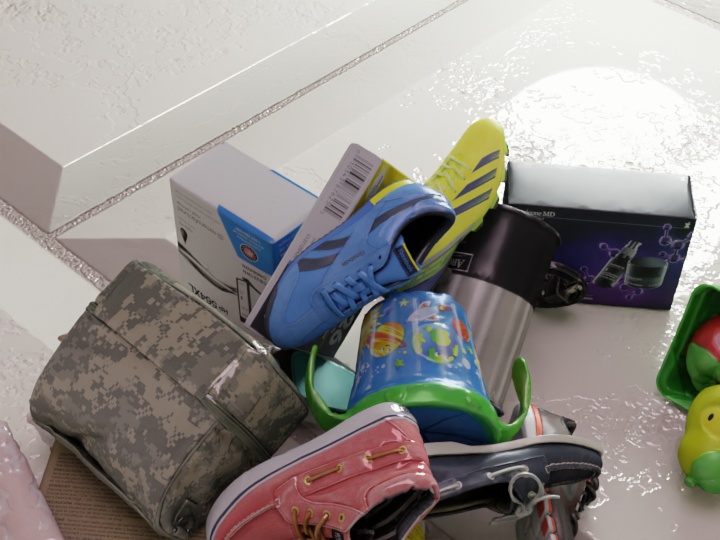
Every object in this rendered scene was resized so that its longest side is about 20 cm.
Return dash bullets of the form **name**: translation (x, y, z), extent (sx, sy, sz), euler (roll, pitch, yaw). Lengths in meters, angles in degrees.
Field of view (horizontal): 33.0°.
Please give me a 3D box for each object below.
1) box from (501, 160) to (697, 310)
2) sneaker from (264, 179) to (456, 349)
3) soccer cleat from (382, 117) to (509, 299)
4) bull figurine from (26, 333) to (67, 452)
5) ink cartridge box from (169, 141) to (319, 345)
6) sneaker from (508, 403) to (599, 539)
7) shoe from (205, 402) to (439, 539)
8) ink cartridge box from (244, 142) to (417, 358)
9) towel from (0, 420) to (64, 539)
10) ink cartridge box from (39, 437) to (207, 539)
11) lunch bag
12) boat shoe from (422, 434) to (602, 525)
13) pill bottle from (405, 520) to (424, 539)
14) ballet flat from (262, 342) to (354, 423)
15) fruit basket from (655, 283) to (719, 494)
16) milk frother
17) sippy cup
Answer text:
- **box**: translation (0.252, -0.037, 1.335), extent (0.199, 0.142, 0.079), euler (4, 41, 3)
- **sneaker**: translation (0.000, 0.000, 1.069), extent (0.200, 0.066, 0.078), euler (-42, 34, -6)
- **soccer cleat**: translation (0.072, -0.060, 1.149), extent (0.083, 0.201, 0.065), euler (29, 0, -34)
- **bull figurine**: translation (-0.234, 0.106, 1.194), extent (0.199, 0.065, 0.122), euler (-10, 72, -25)
- **ink cartridge box**: translation (-0.109, -0.007, 1.238), extent (0.146, 0.201, 0.084), euler (30, 51, 28)
- **sneaker**: translation (0.187, 0.203, 1.120), extent (0.081, 0.077, 0.201), euler (8, 44, -10)
- **shoe**: translation (-0.032, 0.190, 0.960), extent (0.199, 0.072, 0.091), euler (-32, 40, 7)
- **ink cartridge box**: translation (-0.008, -0.009, 1.189), extent (0.047, 0.200, 0.198), euler (31, 94, 25)
- **towel**: translation (-0.329, 0.249, 0.996), extent (0.191, 0.032, 0.200), euler (-43, 51, 2)
- **ink cartridge box**: translation (-0.185, 0.225, 1.070), extent (0.199, 0.075, 0.165), euler (5, 41, 3)
- **lunch bag**: translation (-0.171, 0.112, 1.040), extent (0.200, 0.140, 0.168), euler (34, 74, 29)
- **boat shoe**: translation (0.118, 0.178, 1.023), extent (0.199, 0.075, 0.062), euler (1, 54, -21)
- **pill bottle**: translation (-0.002, 0.265, 1.008), extent (0.112, 0.113, 0.201), euler (3, 42, 0)
- **ballet flat**: translation (-0.086, 0.109, 1.198), extent (0.199, 0.072, 0.072), euler (22, 36, -23)
- **fruit basket**: translation (0.382, 0.123, 1.176), extent (0.214, 0.156, 0.216), euler (12, 28, -6)
- **milk frother**: translation (0.141, 0.056, 1.243), extent (0.199, 0.180, 0.189), euler (25, 77, -17)
- **sippy cup**: translation (0.050, 0.094, 1.070), extent (0.177, 0.139, 0.131), euler (28, 44, -35)
